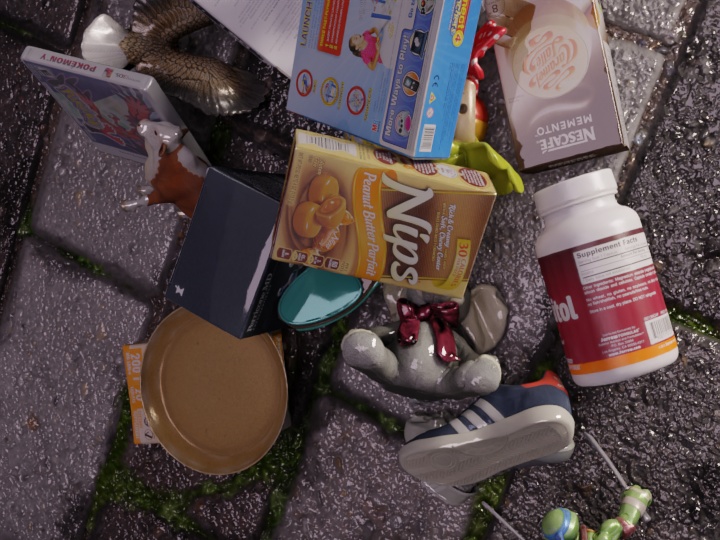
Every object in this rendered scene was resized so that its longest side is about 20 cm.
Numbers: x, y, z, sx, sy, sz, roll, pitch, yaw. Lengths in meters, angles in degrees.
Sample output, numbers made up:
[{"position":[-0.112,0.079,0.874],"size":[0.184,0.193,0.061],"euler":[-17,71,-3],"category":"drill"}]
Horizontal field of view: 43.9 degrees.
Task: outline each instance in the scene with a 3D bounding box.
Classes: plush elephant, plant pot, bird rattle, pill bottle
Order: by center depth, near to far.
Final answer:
[{"position":[0.245,0.007,0.918],"size":[0.111,0.113,0.205],"euler":[-17,86,21],"category":"pill bottle"},{"position":[0.099,-0.167,0.938],"size":[0.110,0.163,0.205],"euler":[-8,90,1],"category":"bird rattle"},{"position":[0.078,0.057,0.973],"size":[0.161,0.200,0.159],"euler":[10,74,9],"category":"plush elephant"},{"position":[-0.171,0.137,1.054],"size":[0.195,0.027,0.206],"euler":[1,93,19],"category":"plant pot"}]

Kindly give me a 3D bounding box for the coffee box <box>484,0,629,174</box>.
[{"position":[0.206,-0.215,0.938],"size":[0.112,0.079,0.205],"euler":[-13,88,21],"category":"coffee box"}]

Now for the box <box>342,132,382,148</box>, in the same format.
[{"position":[0.017,-0.153,1.013],"size":[0.068,0.064,0.205],"euler":[-12,89,-8],"category":"box"}]

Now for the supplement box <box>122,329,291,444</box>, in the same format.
[{"position":[-0.192,0.144,1.116],"size":[0.195,0.073,0.129],"euler":[-7,91,21],"category":"supplement box"}]

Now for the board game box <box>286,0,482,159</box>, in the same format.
[{"position":[0.021,-0.233,0.875],"size":[0.194,0.055,0.205],"euler":[27,113,41],"category":"board game box"}]

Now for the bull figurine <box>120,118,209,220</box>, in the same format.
[{"position":[-0.206,-0.095,1.059],"size":[0.120,0.199,0.066],"euler":[-23,47,30],"category":"bull figurine"}]

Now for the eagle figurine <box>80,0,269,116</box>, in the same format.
[{"position":[-0.221,-0.271,1.073],"size":[0.195,0.153,0.154],"euler":[-1,56,17],"category":"eagle figurine"}]

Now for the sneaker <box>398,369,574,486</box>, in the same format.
[{"position":[0.131,0.162,0.939],"size":[0.197,0.086,0.075],"euler":[-20,127,25],"category":"sneaker"}]

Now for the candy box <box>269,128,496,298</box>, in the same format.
[{"position":[0.020,-0.053,0.860],"size":[0.195,0.056,0.118],"euler":[12,116,-8],"category":"candy box"}]

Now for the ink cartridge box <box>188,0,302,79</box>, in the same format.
[{"position":[-0.086,-0.347,1.023],"size":[0.199,0.043,0.200],"euler":[36,92,-19],"category":"ink cartridge box"}]

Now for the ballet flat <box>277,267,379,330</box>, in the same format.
[{"position":[0.000,0.000,0.963],"size":[0.199,0.070,0.068],"euler":[-38,75,7],"category":"ballet flat"}]

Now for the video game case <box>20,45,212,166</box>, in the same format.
[{"position":[-0.286,-0.184,1.077],"size":[0.178,0.201,0.023],"euler":[17,70,20],"category":"video game case"}]

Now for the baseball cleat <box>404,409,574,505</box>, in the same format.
[{"position":[0.143,0.212,1.001],"size":[0.196,0.069,0.109],"euler":[4,102,30],"category":"baseball cleat"}]

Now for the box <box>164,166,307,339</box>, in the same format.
[{"position":[-0.107,-0.023,1.007],"size":[0.105,0.199,0.151],"euler":[26,102,18],"category":"box"}]

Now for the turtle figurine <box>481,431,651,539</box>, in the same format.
[{"position":[0.260,0.295,0.949],"size":[0.144,0.200,0.195],"euler":[-42,99,-5],"category":"turtle figurine"}]
